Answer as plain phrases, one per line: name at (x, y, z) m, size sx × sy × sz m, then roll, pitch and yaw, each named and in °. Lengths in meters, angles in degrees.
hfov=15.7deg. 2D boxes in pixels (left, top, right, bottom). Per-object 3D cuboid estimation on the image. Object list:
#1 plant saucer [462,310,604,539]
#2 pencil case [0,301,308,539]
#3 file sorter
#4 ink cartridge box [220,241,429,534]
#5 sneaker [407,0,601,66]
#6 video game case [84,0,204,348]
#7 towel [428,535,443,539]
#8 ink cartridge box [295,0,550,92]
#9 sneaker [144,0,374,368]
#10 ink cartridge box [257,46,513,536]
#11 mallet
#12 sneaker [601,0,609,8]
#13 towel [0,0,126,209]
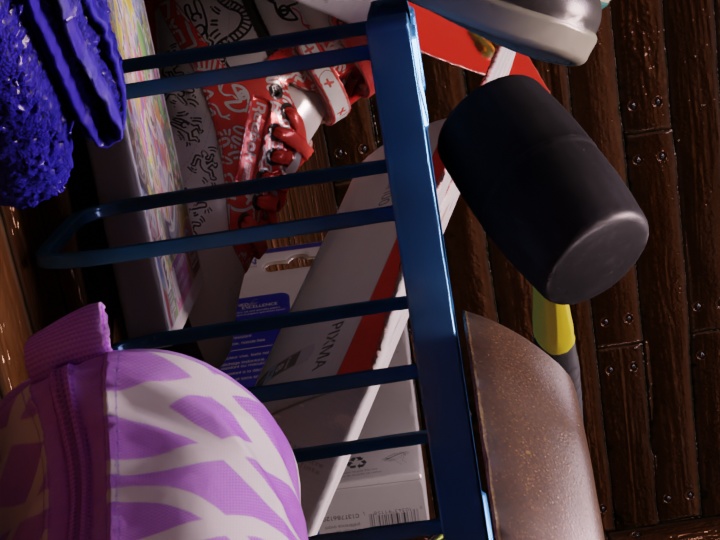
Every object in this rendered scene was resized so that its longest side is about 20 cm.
plant saucer at (0.059, 0.110, 0.771) m, size 0.200 × 0.032 × 0.201 m, roll -7°, pitch 90°, yaw -88°
pencil case at (-0.050, 0.098, 0.551) m, size 0.086 × 0.084 × 0.200 m, roll 54°, pitch 14°, yaw -29°
file sorter at (-0.028, 0.026, 0.809) m, size 0.139 × 0.122 × 0.201 m, roll -87°, pitch 169°, yaw -82°
ink cartridge box at (-0.024, 0.055, 1.203) m, size 0.200 × 0.099 × 0.039 m, roll -94°, pitch 175°, yaw -57°
sneaker at (0.013, -0.148, 0.807) m, size 0.200 × 0.107 × 0.075 m, roll 37°, pitch 11°, yaw 31°
video game case at (-0.088, -0.081, 0.933) m, size 0.143 × 0.018 × 0.201 m, roll -84°, pitch 162°, yaw -81°
towel at (0.006, 0.210, 1.094) m, size 0.200 × 0.023 × 0.144 m, roll -41°, pitch 129°, yaw -45°
ink cartridge box at (-0.011, -0.159, 1.049) m, size 0.047 × 0.199 × 0.160 m, roll -53°, pitch -142°, yaw 26°
sneaker at (-0.040, -0.057, 1.067) m, size 0.067 × 0.107 × 0.202 m, roll 77°, pitch 5°, yaw -67°
ink cartridge box at (0.000, 0.000, 1.000) m, size 0.200 × 0.047 × 0.160 m, roll 109°, pitch 5°, yaw -46°
mallet at (0.056, 0.009, 0.835) m, size 0.066 × 0.041 × 0.200 m, roll 57°, pitch -11°, yaw 23°
sneaker at (0.068, -0.184, 1.114) m, size 0.200 × 0.093 × 0.070 m, roll 38°, pitch 19°, yaw -42°
towel at (-0.093, -0.121, 0.596) m, size 0.200 × 0.049 × 0.148 m, roll 78°, pitch 5°, yaw -62°
